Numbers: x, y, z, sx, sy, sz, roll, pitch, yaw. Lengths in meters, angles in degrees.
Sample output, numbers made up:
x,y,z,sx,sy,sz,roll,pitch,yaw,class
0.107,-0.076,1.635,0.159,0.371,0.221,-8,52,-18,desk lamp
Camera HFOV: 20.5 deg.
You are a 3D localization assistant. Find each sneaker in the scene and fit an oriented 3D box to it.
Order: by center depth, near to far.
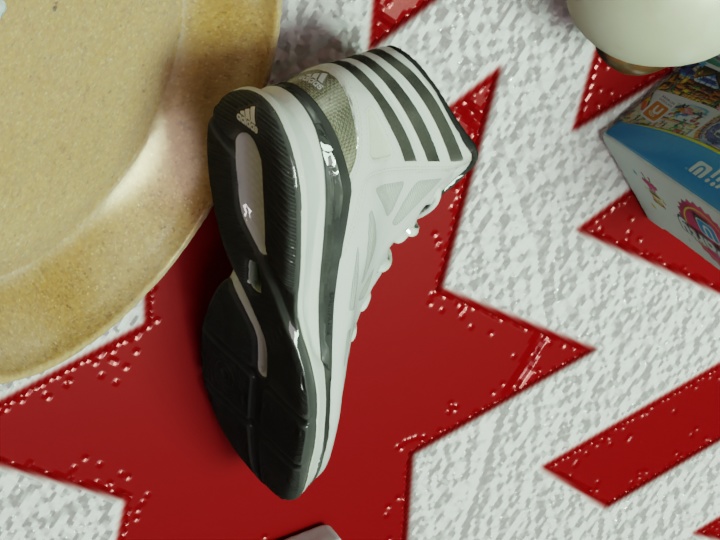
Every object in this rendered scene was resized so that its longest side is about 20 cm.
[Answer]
x,y,z,sx,sy,sz,roll,pitch,yaw,class
0.000,0.000,0.811,0.115,0.076,0.202,-25,137,-31,sneaker

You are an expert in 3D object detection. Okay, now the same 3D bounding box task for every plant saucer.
x,y,z,sx,sy,sz,roll,pitch,yaw,class
-0.103,-0.055,0.707,0.200,0.035,0.201,-47,155,-29,plant saucer

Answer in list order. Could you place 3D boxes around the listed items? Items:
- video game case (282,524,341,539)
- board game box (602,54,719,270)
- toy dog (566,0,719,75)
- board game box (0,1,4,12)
x,y,z,sx,sy,sz,roll,pitch,yaw,class
-0.064,0.225,0.927,0.142,0.018,0.202,-19,122,-20,video game case
0.227,-0.073,0.851,0.200,0.148,0.064,-40,128,-5,board game box
0.177,-0.131,0.786,0.140,0.198,0.196,37,54,-71,toy dog
-0.205,-0.014,0.613,0.064,0.147,0.202,14,99,-49,board game box
